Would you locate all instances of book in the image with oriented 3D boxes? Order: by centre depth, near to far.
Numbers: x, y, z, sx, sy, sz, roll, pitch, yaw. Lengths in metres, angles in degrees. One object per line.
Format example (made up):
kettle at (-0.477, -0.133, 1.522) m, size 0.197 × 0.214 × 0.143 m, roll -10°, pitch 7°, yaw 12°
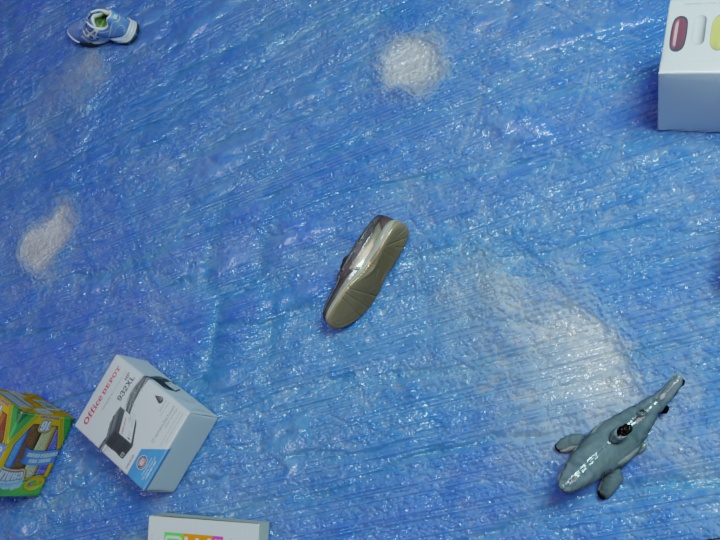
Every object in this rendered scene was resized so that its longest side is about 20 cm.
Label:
book at (-0.238, 0.454, 1.038) m, size 0.199 × 0.048 × 0.134 m, roll -4°, pitch 75°, yaw 21°

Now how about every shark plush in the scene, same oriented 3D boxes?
shark plush at (0.332, 0.213, 0.835) m, size 0.200 × 0.083 × 0.091 m, roll -34°, pitch 62°, yaw 11°

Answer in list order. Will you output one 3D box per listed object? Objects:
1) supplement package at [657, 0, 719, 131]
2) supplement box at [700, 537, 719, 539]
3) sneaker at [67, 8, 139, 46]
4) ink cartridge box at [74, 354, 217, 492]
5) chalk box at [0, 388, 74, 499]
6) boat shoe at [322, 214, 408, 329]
supplement package at (0.503, -0.264, 0.878) m, size 0.199 × 0.156 × 0.111 m, roll 8°, pitch 76°, yaw 26°
supplement box at (0.390, 0.397, 0.717) m, size 0.199 × 0.133 × 0.198 m, roll -16°, pitch 67°, yaw 19°
sneaker at (-0.599, -0.562, 1.527) m, size 0.199 × 0.077 × 0.076 m, roll 4°, pitch 76°, yaw 27°
ink cartridge box at (-0.366, 0.256, 1.137) m, size 0.200 × 0.084 × 0.146 m, roll 28°, pitch 86°, yaw 29°
chalk box at (-0.642, 0.331, 1.214) m, size 0.124 × 0.124 × 0.201 m, roll 19°, pitch 81°, yaw 29°
boat shoe at (0.000, 0.000, 1.071) m, size 0.065 × 0.072 × 0.200 m, roll 33°, pitch 91°, yaw 41°
